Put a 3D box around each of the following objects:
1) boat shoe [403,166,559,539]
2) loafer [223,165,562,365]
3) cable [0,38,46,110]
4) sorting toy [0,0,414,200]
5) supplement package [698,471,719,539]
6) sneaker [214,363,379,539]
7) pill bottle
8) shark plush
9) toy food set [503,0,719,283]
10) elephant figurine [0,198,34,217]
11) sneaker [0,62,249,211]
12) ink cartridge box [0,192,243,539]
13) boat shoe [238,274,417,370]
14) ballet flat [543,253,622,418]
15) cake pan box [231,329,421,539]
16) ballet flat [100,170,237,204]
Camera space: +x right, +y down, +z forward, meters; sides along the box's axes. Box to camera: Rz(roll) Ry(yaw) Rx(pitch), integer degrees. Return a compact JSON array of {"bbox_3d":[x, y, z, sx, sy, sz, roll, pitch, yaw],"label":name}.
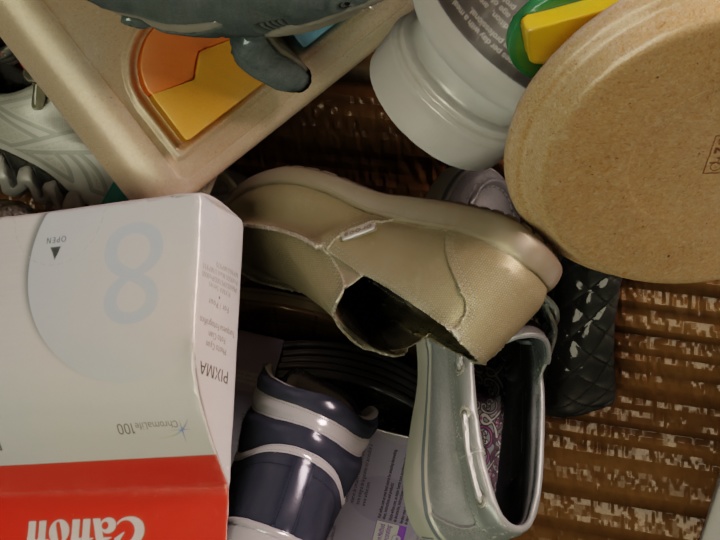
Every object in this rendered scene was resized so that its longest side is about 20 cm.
[{"bbox_3d":[0.068,0.039,0.901,0.070,0.202,0.071,18,158,-38],"label":"boat shoe"},{"bbox_3d":[0.000,0.000,0.872,0.199,0.069,0.076,7,151,42],"label":"loafer"},{"bbox_3d":[-0.146,-0.175,0.945,0.097,0.050,0.201,12,96,30],"label":"cable"},{"bbox_3d":[-0.080,-0.155,0.882,0.200,0.036,0.185,-38,99,-4],"label":"sorting toy"},{"bbox_3d":[0.233,0.126,0.898,0.119,0.121,0.201,18,122,14],"label":"supplement package"},{"bbox_3d":[-0.047,0.113,0.936,0.070,0.109,0.200,22,163,-9],"label":"sneaker"},{"bbox_3d":[0.093,-0.138,0.826,0.111,0.111,0.200,42,125,-1],"label":"pill bottle"},{"bbox_3d":[-0.085,-0.148,0.824,0.199,0.083,0.091,17,89,-12],"label":"shark plush"},{"bbox_3d":[0.159,-0.068,0.799,0.199,0.049,0.198,-12,140,3],"label":"toy food set"},{"bbox_3d":[-0.214,0.040,1.042,0.199,0.155,0.142,-7,87,33],"label":"elephant figurine"},{"bbox_3d":[-0.147,-0.070,1.000,0.199,0.075,0.081,17,111,13],"label":"sneaker"},{"bbox_3d":[-0.139,0.070,0.862,0.159,0.047,0.201,-6,71,25],"label":"ink cartridge box"},{"bbox_3d":[-0.062,0.016,1.004,0.199,0.072,0.072,11,136,3],"label":"boat shoe"},{"bbox_3d":[0.121,-0.012,0.926,0.056,0.067,0.201,-2,125,-20],"label":"ballet flat"},{"bbox_3d":[-0.020,0.124,1.010,0.183,0.052,0.201,11,135,2],"label":"cake pan box"},{"bbox_3d":[-0.082,-0.069,0.945,0.062,0.067,0.201,28,88,-33],"label":"ballet flat"}]
